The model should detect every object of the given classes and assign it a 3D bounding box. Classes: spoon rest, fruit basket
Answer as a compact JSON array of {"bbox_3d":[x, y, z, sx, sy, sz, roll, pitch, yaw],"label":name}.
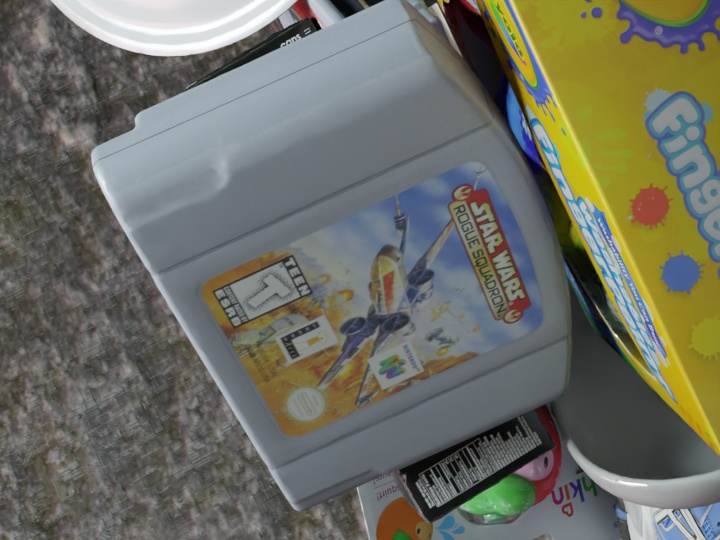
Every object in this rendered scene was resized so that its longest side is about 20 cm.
[{"bbox_3d":[0.108,0.047,0.821,0.200,0.099,0.061,22,137,60],"label":"spoon rest"},{"bbox_3d":[0.070,0.057,0.959,0.094,0.184,0.201,-11,96,58],"label":"fruit basket"}]

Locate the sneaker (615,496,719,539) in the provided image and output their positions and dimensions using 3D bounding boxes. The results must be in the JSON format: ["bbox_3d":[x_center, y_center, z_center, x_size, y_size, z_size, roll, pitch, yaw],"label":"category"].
[{"bbox_3d":[0.163,0.079,0.944,0.077,0.076,0.201,24,148,42],"label":"sneaker"}]

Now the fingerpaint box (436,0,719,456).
[{"bbox_3d":[0.092,-0.054,0.678,0.201,0.073,0.167,63,178,-17],"label":"fingerpaint box"}]

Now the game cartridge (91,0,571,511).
[{"bbox_3d":[0.003,0.001,0.685,0.200,0.132,0.042,64,-173,-47],"label":"game cartridge"}]

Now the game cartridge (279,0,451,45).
[{"bbox_3d":[0.006,-0.084,0.812,0.133,0.041,0.200,59,178,-39],"label":"game cartridge"}]

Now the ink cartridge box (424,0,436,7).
[{"bbox_3d":[-0.009,-0.216,0.915,0.147,0.084,0.200,63,177,-26],"label":"ink cartridge box"}]

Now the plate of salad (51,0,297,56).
[{"bbox_3d":[-0.069,-0.187,0.787,0.048,0.200,0.201,-2,-121,-58],"label":"plate of salad"}]

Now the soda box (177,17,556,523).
[{"bbox_3d":[0.000,0.000,0.800,0.201,0.063,0.071,60,175,-4],"label":"soda box"}]
